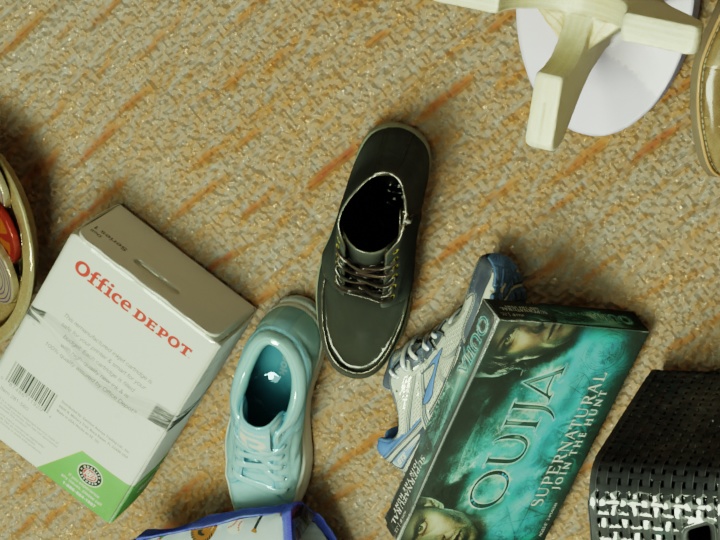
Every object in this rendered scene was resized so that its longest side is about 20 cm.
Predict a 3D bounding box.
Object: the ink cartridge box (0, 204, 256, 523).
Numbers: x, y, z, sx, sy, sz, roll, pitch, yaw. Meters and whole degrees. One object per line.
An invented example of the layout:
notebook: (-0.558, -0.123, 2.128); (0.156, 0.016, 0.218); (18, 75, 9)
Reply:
ink cartridge box: (-0.193, 0.072, 1.679); (0.146, 0.084, 0.200); (37, 118, 6)

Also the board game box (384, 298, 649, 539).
board game box: (0.111, 0.113, 1.553); (0.028, 0.135, 0.201); (55, 131, 47)

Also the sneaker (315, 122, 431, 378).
sneaker: (0.000, 0.000, 1.555); (0.074, 0.106, 0.201); (11, 113, 6)

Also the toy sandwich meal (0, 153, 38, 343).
toy sandwich meal: (-0.334, -0.023, 1.684); (0.205, 0.070, 0.206); (16, 114, 40)

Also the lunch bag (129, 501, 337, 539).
lunch bag: (-0.085, 0.285, 1.687); (0.169, 0.124, 0.201); (-14, 106, 26)

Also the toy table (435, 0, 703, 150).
toy table: (0.151, -0.178, 1.426); (0.183, 0.117, 0.201); (3, 108, 25)

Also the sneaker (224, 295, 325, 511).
sneaker: (-0.078, 0.120, 1.651); (0.074, 0.082, 0.201); (15, 114, 18)

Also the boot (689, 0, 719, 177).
boot: (0.269, -0.149, 1.409); (0.075, 0.073, 0.201); (23, 116, 32)

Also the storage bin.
storage bin: (0.228, 0.161, 1.473); (0.093, 0.200, 0.136); (0, 109, 21)

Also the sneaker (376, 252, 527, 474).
sneaker: (0.058, 0.072, 1.585); (0.085, 0.077, 0.201); (26, 115, 19)
